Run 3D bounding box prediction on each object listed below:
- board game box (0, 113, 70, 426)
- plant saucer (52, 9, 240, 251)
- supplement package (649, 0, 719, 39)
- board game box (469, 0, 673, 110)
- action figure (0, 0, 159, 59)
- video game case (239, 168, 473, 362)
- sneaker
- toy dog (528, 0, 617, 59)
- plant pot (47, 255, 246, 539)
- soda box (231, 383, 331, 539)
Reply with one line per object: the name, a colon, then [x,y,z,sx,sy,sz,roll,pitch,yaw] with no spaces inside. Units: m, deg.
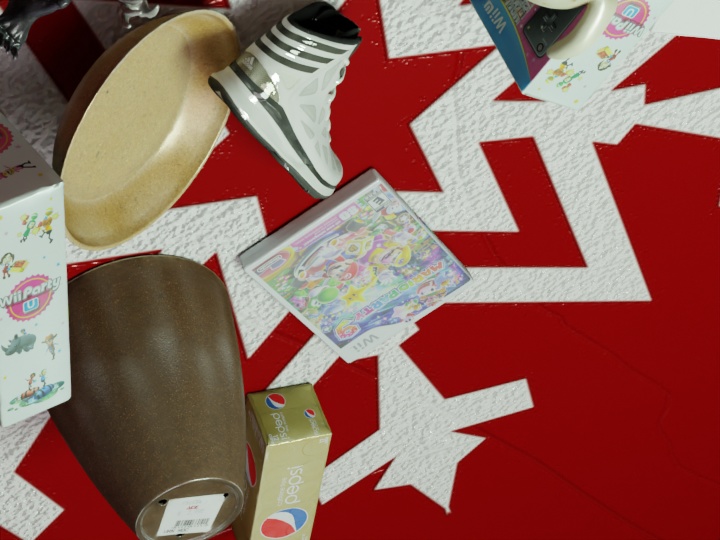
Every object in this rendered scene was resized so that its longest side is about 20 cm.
board game box: [-0.272,-0.012,1.448,0.064,0.148,0.201,-22,137,-27]
plant saucer: [-0.165,-0.109,1.468,0.200,0.035,0.201,-47,157,-27]
supplement package: [0.282,-0.287,1.487,0.119,0.122,0.201,1,136,-30]
board game box: [0.170,-0.242,1.458,0.064,0.148,0.200,11,130,-39]
action figure: [-0.178,-0.219,1.334,0.199,0.102,0.119,-34,131,14]
video game case: [0.000,0.000,1.762,0.143,0.018,0.200,-33,142,10]
sneaker: [-0.030,-0.132,1.540,0.115,0.076,0.200,-42,154,2]
toy dog: [0.092,-0.248,1.396,0.139,0.198,0.196,-36,120,-50]
plant pot: [-0.169,0.125,1.668,0.185,0.201,0.188,-15,143,-12]
soda box: [-0.079,0.198,1.919,0.067,0.064,0.201,-9,141,-19]
